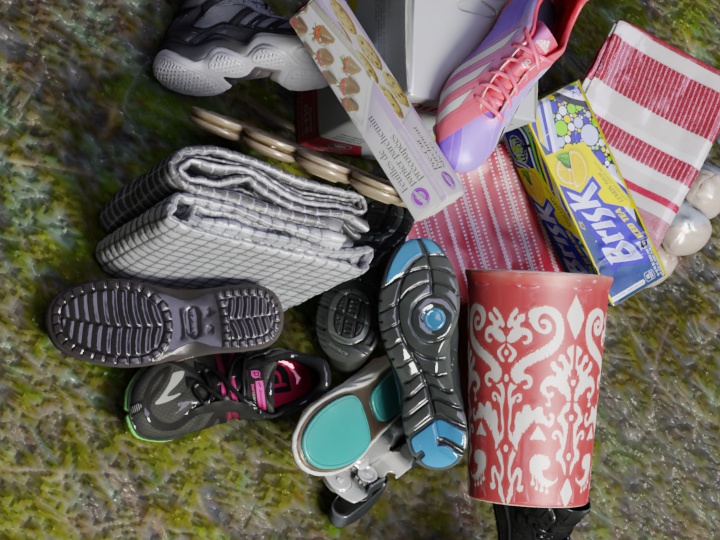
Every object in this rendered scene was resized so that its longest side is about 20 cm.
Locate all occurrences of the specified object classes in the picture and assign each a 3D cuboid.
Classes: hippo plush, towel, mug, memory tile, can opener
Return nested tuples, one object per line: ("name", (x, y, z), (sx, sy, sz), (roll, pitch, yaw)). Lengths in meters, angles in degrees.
("hippo plush", (0.270, -0.099, 1.554), (0.160, 0.159, 0.202), (33, 66, -23))
("towel", (0.100, -0.038, 1.459), (0.198, 0.022, 0.146), (-16, 92, -4))
("mug", (0.152, 0.103, 1.380), (0.132, 0.178, 0.203), (3, 88, -5))
("towel", (0.269, -0.132, 1.499), (0.143, 0.023, 0.201), (29, 80, 4))
("towel", (-0.106, -0.036, 1.303), (0.198, 0.165, 0.087), (12, 69, -30))
("memory tile", (-0.045, -0.096, 1.331), (0.198, 0.153, 0.017), (22, 95, 8))
("can opener", (0.039, 0.166, 1.426), (0.199, 0.067, 0.053), (-28, 60, -35))

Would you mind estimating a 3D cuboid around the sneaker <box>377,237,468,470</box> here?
("sneaker", (0.053, 0.072, 1.360), (0.072, 0.082, 0.203), (-4, 92, -1))

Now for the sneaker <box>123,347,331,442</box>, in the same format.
("sneaker", (-0.112, 0.098, 1.320), (0.198, 0.084, 0.078), (-12, 87, -33))

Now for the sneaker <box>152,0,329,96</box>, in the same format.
("sneaker", (-0.087, -0.222, 1.353), (0.076, 0.198, 0.115), (53, 36, -65))

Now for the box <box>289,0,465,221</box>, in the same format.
("box", (0.014, -0.136, 1.260), (0.201, 0.039, 0.041), (58, 30, 7))

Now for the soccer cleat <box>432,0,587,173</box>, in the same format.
("soccer cleat", (0.126, -0.169, 1.291), (0.067, 0.076, 0.201), (42, 64, -20))

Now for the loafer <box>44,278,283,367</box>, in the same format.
("loafer", (-0.167, 0.049, 1.300), (0.198, 0.071, 0.074), (3, 81, -11))

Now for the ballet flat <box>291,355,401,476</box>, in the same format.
("ballet flat", (-0.012, 0.128, 1.375), (0.200, 0.069, 0.070), (-33, 99, -47))

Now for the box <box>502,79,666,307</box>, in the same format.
("box", (0.205, -0.068, 1.427), (0.070, 0.064, 0.202), (-28, 95, -19))

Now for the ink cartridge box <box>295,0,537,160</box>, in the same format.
("ink cartridge box", (0.050, -0.193, 1.408), (0.144, 0.199, 0.146), (7, 77, -30))

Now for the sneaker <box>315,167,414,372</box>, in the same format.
("sneaker", (0.000, 0.000, 1.410), (0.075, 0.091, 0.202), (17, 68, 4))

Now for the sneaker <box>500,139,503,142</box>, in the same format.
("sneaker", (0.139, -0.075, 1.526), (0.080, 0.075, 0.202), (4, 73, -20))

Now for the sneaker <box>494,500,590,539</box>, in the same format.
("sneaker", (0.178, 0.239, 1.464), (0.060, 0.104, 0.202), (-11, 87, -33))
